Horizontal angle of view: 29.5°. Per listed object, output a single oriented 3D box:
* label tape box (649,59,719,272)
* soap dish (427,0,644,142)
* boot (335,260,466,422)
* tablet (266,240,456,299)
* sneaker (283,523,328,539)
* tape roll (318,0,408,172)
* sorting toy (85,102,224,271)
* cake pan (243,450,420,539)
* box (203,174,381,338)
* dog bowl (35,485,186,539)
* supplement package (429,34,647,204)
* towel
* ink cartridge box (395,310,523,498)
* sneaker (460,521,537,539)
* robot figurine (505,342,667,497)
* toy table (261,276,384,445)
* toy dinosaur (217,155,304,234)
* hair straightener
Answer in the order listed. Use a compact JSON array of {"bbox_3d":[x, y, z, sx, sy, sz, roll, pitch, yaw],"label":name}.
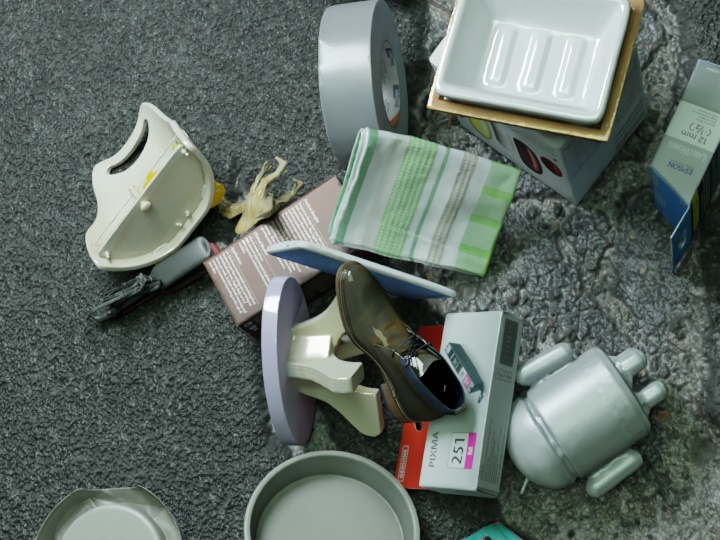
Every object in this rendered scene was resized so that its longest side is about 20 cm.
[{"bbox_3d":[0.370,-0.115,1.543,0.066,0.143,0.201,26,82,20],"label":"label tape box"},{"bbox_3d":[0.186,-0.221,1.442,0.198,0.081,0.159,13,79,18],"label":"soap dish"},{"bbox_3d":[0.048,0.076,1.482,0.075,0.096,0.201,-38,109,-32],"label":"boot"},{"bbox_3d":[0.000,0.000,1.570,0.198,0.130,0.014,17,82,-21],"label":"tablet"},{"bbox_3d":[-0.040,0.339,1.565,0.198,0.070,0.079,14,83,18],"label":"sneaker"},{"bbox_3d":[0.006,-0.220,1.640,0.065,0.200,0.203,-4,73,15],"label":"tape roll"},{"bbox_3d":[-0.275,-0.121,1.746,0.200,0.106,0.181,-49,51,16],"label":"sorting toy"},{"bbox_3d":[-0.033,0.299,1.538,0.198,0.037,0.202,3,51,-4],"label":"cake pan"},{"bbox_3d":[-0.081,-0.016,1.676,0.199,0.075,0.101,-33,69,6],"label":"box"},{"bbox_3d":[-0.294,0.355,1.635,0.198,0.059,0.203,-4,73,14],"label":"dog bowl"},{"bbox_3d":[0.210,-0.212,1.583,0.191,0.200,0.148,37,87,22],"label":"supplement package"},{"bbox_3d":[0.074,-0.075,1.589,0.198,0.031,0.151,13,116,-11],"label":"towel"},{"bbox_3d":[0.098,0.150,1.549,0.173,0.043,0.202,-6,70,48],"label":"ink cartridge box"},{"bbox_3d":[0.190,0.354,1.496,0.121,0.083,0.200,-45,67,9],"label":"sneaker"},{"bbox_3d":[0.241,0.164,1.515,0.199,0.113,0.170,-35,84,4],"label":"robot figurine"},{"bbox_3d":[-0.038,0.104,1.584,0.116,0.184,0.202,-2,117,17],"label":"toy table"},{"bbox_3d":[-0.117,-0.084,1.679,0.058,0.200,0.101,43,79,-20],"label":"toy dinosaur"},{"bbox_3d":[-0.273,0.013,1.715,0.198,0.077,0.041,-25,71,7],"label":"hair straightener"}]
